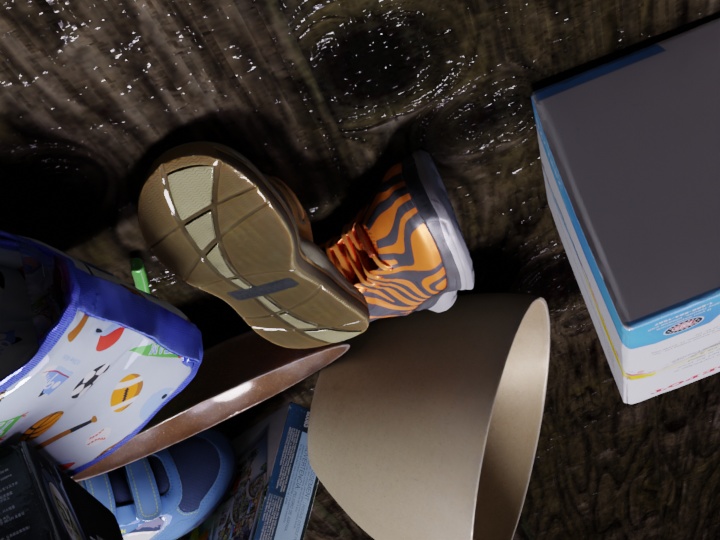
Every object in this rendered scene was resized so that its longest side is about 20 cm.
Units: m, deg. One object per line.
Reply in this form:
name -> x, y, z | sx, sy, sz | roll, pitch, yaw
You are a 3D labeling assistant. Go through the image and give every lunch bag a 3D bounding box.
lunch bag -> -0.195, 0.045, 1.071 | 0.198, 0.125, 0.170 | -17, 163, 15

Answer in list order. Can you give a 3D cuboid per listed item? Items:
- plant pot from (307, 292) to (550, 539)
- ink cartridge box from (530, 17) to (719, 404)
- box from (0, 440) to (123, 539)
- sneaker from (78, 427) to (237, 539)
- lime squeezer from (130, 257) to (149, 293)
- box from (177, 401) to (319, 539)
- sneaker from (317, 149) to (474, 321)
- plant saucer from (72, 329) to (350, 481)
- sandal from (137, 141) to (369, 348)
plant pot -> 0.040, 0.104, 1.463 | 0.133, 0.202, 0.200 | 12, 169, 14
ink cartridge box -> 0.192, -0.032, 1.233 | 0.146, 0.147, 0.200 | -21, 163, 1
box -> -0.220, 0.182, 1.087 | 0.199, 0.087, 0.164 | -25, 159, 2
sneaker -> -0.182, 0.163, 1.533 | 0.199, 0.074, 0.082 | -20, 160, -6
lime squeezer -> -0.153, 0.041, 1.276 | 0.070, 0.038, 0.200 | 27, 141, -24
box -> -0.089, 0.189, 1.576 | 0.037, 0.138, 0.200 | 22, 155, -17
sneaker -> 0.000, 0.000, 1.228 | 0.111, 0.078, 0.200 | -19, 163, -7
plant saucer -> -0.102, 0.078, 1.377 | 0.199, 0.035, 0.200 | -25, 175, -3
sandal -> -0.054, -0.019, 1.133 | 0.080, 0.054, 0.200 | -12, 150, 22
